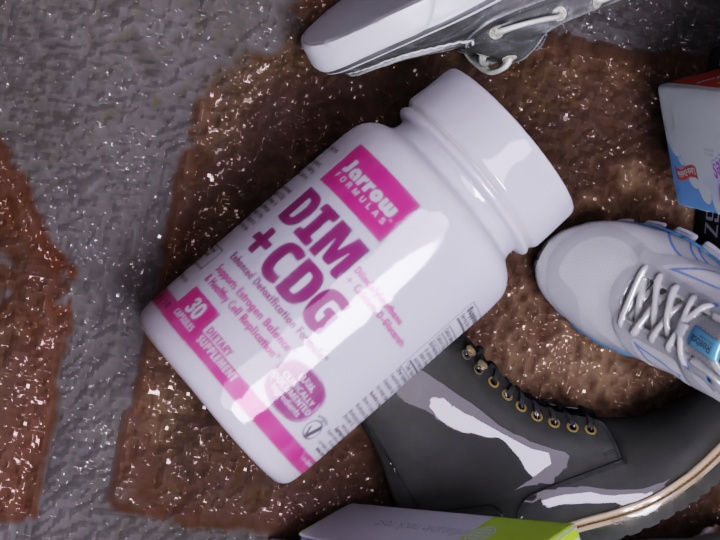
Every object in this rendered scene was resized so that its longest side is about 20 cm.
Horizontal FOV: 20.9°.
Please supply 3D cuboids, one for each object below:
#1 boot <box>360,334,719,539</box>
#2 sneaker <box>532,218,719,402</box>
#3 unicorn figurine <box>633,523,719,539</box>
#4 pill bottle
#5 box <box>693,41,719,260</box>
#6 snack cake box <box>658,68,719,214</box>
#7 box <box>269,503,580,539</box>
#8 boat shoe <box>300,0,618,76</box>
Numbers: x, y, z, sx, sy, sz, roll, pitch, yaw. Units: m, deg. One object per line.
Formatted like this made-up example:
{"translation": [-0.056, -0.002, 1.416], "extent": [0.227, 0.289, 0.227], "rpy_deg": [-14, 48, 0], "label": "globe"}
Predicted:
{"translation": [0.100, 0.075, 1.020], "extent": [0.200, 0.077, 0.139], "rpy_deg": [-28, 98, -9], "label": "boot"}
{"translation": [0.174, 0.027, 0.983], "extent": [0.200, 0.087, 0.075], "rpy_deg": [23, 100, 22], "label": "sneaker"}
{"translation": [0.171, 0.170, 1.031], "extent": [0.199, 0.137, 0.074], "rpy_deg": [11, 106, 0], "label": "unicorn figurine"}
{"translation": [0.000, 0.000, 0.960], "extent": [0.200, 0.113, 0.113], "rpy_deg": [-41, 105, -4], "label": "pill bottle"}
{"translation": [0.283, -0.039, 1.059], "extent": [0.199, 0.044, 0.161], "rpy_deg": [1, 97, -13], "label": "box"}
{"translation": [0.263, -0.081, 0.966], "extent": [0.200, 0.115, 0.067], "rpy_deg": [-14, 102, -10], "label": "snack cake box"}
{"translation": [0.045, 0.183, 0.971], "extent": [0.048, 0.200, 0.122], "rpy_deg": [-28, 104, -34], "label": "box"}
{"translation": [0.070, -0.133, 0.981], "extent": [0.200, 0.071, 0.064], "rpy_deg": [-23, 114, -2], "label": "boat shoe"}
